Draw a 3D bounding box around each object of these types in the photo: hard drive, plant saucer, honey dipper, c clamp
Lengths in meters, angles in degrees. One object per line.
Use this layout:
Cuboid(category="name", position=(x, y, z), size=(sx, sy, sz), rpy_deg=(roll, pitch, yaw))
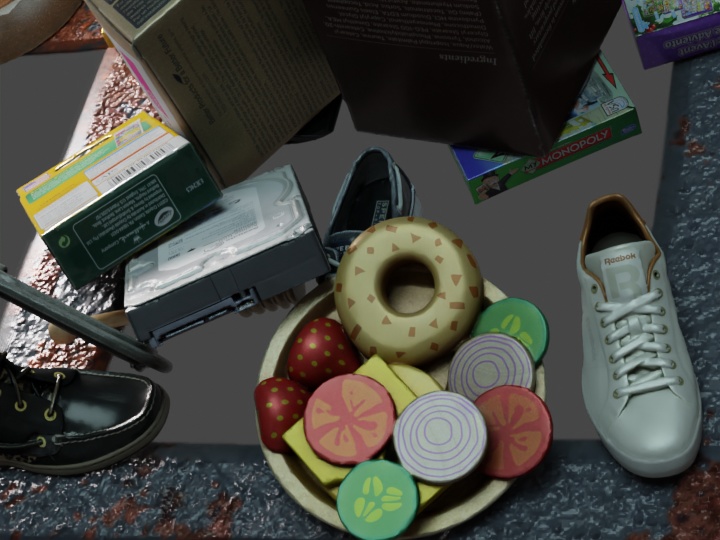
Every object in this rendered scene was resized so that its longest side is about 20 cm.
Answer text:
Cuboid(category="hard drive", position=(-0.098, -0.015, 1.267), size=(0.139, 0.038, 0.200), rpy_deg=(-24, 18, 1))
Cuboid(category="plant saucer", position=(-0.342, -0.262, 1.643), size=(0.200, 0.037, 0.201), rpy_deg=(-11, 48, 12))
Cuboid(category="honey dipper", position=(-0.138, 0.027, 1.315), size=(0.199, 0.038, 0.038), rpy_deg=(-12, 48, 18))
Cuboid(category="c clamp", position=(-0.214, 0.026, 1.261), size=(0.199, 0.171, 0.027), rpy_deg=(27, 83, 9))

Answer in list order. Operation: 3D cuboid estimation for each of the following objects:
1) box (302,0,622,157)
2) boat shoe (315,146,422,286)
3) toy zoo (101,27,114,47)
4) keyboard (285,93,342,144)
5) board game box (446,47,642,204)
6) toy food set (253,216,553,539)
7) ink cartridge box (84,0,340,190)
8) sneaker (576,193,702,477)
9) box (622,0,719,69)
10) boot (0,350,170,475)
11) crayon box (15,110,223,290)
Cuboid(category="box", position=(0.069, -0.214, 1.281), size=(0.164, 0.200, 0.166), rpy_deg=(10, 55, 28))
Cuboid(category="boat shoe", position=(0.000, 0.000, 1.255), size=(0.071, 0.068, 0.201), rpy_deg=(0, 52, 22))
Cuboid(category="toy zoo", position=(-0.146, -0.252, 1.564), size=(0.199, 0.020, 0.132), rpy_deg=(-4, 50, 19))
Cuboid(category="keyboard", position=(-0.060, -0.188, 1.458), size=(0.127, 0.021, 0.201), rpy_deg=(4, 60, 18))
Cuboid(category="board game box", position=(0.114, -0.149, 1.365), size=(0.134, 0.029, 0.200), rpy_deg=(-23, 47, 1))
Cuboid(category="toy food set", position=(0.028, 0.077, 1.158), size=(0.200, 0.049, 0.198), rpy_deg=(-41, 66, -8))
Cuboid(category="ink cartridge box", position=(-0.091, -0.179, 1.329), size=(0.165, 0.200, 0.075), rpy_deg=(-41, 57, -9))
Cuboid(category="sneaker", position=(0.169, 0.036, 1.147), size=(0.073, 0.085, 0.200), rpy_deg=(-14, 49, 8))
Cuboid(category="box", position=(0.261, -0.251, 1.386), size=(0.136, 0.039, 0.200), rpy_deg=(-16, 47, 9))
Cuboid(category="boot", position=(-0.246, 0.072, 1.236), size=(0.199, 0.151, 0.073), rpy_deg=(-2, 50, 19))
Cuboid(category="crayon box", position=(-0.186, -0.057, 1.353), size=(0.126, 0.052, 0.200), rpy_deg=(-33, 19, -7))
